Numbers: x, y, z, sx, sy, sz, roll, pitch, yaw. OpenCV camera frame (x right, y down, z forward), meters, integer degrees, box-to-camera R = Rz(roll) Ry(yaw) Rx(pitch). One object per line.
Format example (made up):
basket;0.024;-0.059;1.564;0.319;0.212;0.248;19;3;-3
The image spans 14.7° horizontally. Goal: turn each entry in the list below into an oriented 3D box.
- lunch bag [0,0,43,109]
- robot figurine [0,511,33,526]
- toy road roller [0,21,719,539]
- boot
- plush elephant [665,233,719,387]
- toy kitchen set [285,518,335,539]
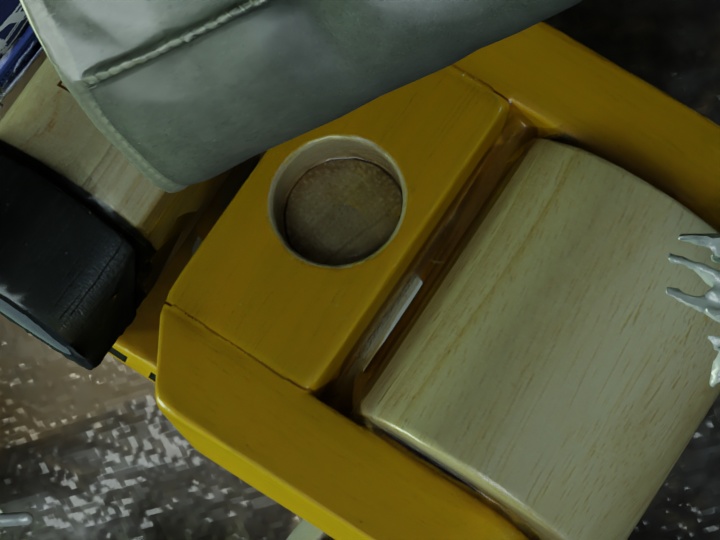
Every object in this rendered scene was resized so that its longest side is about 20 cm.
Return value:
lunch bag;-0.180;-0.094;0.716;0.200;0.082;0.161;38;101;-17
robot figurine;-0.198;0.069;0.803;0.200;0.170;0.113;9;77;-13
toy road roller;0.000;0.000;0.700;0.200;0.146;0.123;31;80;18
boot;0.038;-0.061;0.586;0.200;0.073;0.182;-27;96;15
plush elephant;0.164;0.063;0.612;0.200;0.165;0.155;-3;87;-25
toy kitchen set;0.090;0.077;0.762;0.200;0.163;0.180;35;99;-24
